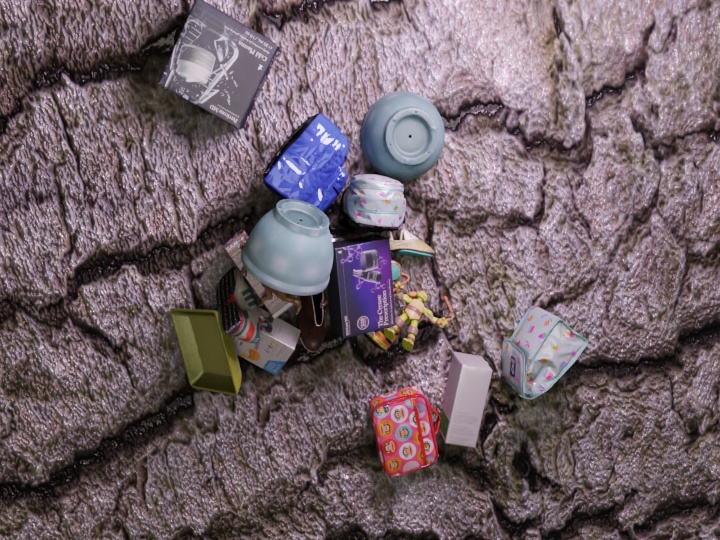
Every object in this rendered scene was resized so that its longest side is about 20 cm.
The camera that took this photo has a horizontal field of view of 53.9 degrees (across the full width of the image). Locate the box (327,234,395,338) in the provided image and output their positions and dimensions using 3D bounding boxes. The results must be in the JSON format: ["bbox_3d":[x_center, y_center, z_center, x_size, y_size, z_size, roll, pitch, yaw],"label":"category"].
[{"bbox_3d":[-0.001,0.034,1.596,0.138,0.079,0.206,-11,104,-22],"label":"box"}]

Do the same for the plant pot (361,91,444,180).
[{"bbox_3d":[0.105,-0.303,1.604,0.194,0.134,0.206,-1,101,-6],"label":"plant pot"}]

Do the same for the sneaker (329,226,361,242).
[{"bbox_3d":[-0.096,-0.076,1.641,0.195,0.072,0.100,-5,124,7],"label":"sneaker"}]

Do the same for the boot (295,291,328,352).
[{"bbox_3d":[-0.112,0.110,1.646,0.070,0.166,0.206,-4,101,-8],"label":"boot"}]

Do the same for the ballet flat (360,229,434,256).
[{"bbox_3d":[0.082,-0.067,1.690,0.194,0.071,0.073,1,101,-6],"label":"ballet flat"}]

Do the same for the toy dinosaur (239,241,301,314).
[{"bbox_3d":[-0.186,0.018,1.526,0.087,0.196,0.136,-60,145,-23],"label":"toy dinosaur"}]

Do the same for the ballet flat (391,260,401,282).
[{"bbox_3d":[0.000,0.000,1.687,0.194,0.072,0.070,-5,102,-4],"label":"ballet flat"}]

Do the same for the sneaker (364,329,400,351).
[{"bbox_3d":[0.018,0.097,1.717,0.090,0.070,0.201,-44,103,-12],"label":"sneaker"}]

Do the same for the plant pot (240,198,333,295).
[{"bbox_3d":[-0.138,-0.062,1.482,0.196,0.202,0.136,19,118,-9],"label":"plant pot"}]

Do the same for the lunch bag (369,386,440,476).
[{"bbox_3d":[0.119,0.399,1.776,0.172,0.082,0.205,-14,104,-7],"label":"lunch bag"}]

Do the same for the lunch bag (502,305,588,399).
[{"bbox_3d":[0.426,0.205,1.719,0.121,0.170,0.202,36,93,-12],"label":"lunch bag"}]

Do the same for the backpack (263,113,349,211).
[{"bbox_3d":[-0.105,-0.234,1.590,0.167,0.162,0.202,37,86,-10],"label":"backpack"}]

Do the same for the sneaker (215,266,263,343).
[{"bbox_3d":[-0.266,0.083,1.592,0.070,0.202,0.093,-37,131,16],"label":"sneaker"}]

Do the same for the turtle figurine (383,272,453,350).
[{"bbox_3d":[0.117,0.100,1.706,0.198,0.064,0.163,37,61,-3],"label":"turtle figurine"}]

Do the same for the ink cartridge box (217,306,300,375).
[{"bbox_3d":[-0.254,0.149,1.667,0.197,0.069,0.116,30,129,-10],"label":"ink cartridge box"}]

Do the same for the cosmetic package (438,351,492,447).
[{"bbox_3d":[0.258,0.318,1.757,0.082,0.108,0.206,9,98,-6],"label":"cosmetic package"}]

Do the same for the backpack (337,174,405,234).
[{"bbox_3d":[0.031,-0.151,1.596,0.162,0.200,0.130,-2,101,-4],"label":"backpack"}]

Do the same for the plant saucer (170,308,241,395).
[{"bbox_3d":[-0.351,0.179,1.652,0.047,0.197,0.205,-24,106,-43],"label":"plant saucer"}]

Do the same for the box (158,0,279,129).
[{"bbox_3d":[-0.304,-0.446,1.547,0.197,0.124,0.200,27,99,-10],"label":"box"}]

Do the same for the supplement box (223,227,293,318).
[{"bbox_3d":[-0.236,0.005,1.645,0.060,0.109,0.202,-35,103,-2],"label":"supplement box"}]
